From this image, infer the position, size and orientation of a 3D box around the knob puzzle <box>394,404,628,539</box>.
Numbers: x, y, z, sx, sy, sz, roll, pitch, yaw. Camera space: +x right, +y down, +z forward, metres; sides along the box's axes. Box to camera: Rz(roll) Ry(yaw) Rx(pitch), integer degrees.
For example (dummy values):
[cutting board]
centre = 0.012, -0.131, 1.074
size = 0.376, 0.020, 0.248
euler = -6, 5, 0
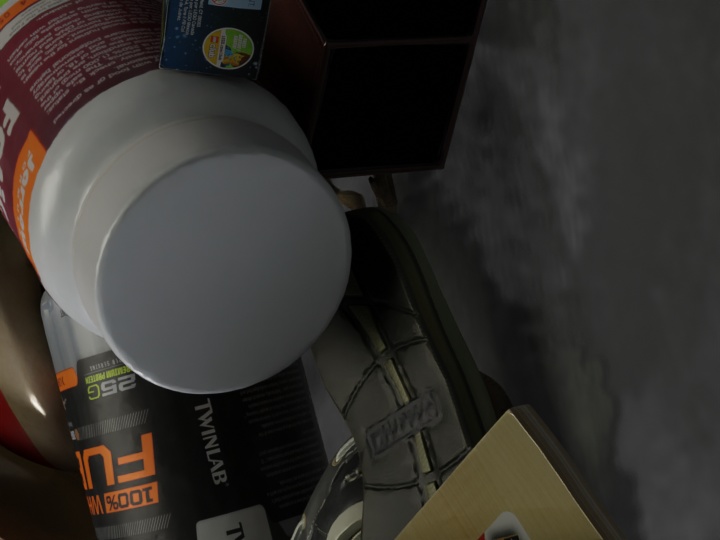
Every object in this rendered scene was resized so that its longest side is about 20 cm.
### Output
[knob puzzle]
centre = 0.070, 0.171, 0.574
size = 0.219, 0.030, 0.220
euler = 14, 108, 47

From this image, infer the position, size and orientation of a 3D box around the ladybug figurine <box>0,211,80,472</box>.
[ladybug figurine]
centre = -0.183, 0.042, 0.942
size = 0.200, 0.072, 0.136
euler = 66, -168, -50

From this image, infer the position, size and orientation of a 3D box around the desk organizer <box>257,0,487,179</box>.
[desk organizer]
centre = 0.009, -0.136, 0.667
size = 0.077, 0.072, 0.200
euler = -116, 29, -43

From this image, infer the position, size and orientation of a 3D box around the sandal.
[sandal]
centre = 0.036, 0.070, 0.649
size = 0.080, 0.057, 0.201
euler = -25, 74, 42

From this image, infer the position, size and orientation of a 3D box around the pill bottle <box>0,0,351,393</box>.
[pill bottle]
centre = -0.085, -0.038, 0.680
size = 0.200, 0.114, 0.114
euler = -134, 44, -56

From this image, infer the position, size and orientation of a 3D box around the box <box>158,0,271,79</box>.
[box]
centre = -0.048, -0.187, 0.648
size = 0.200, 0.038, 0.137
euler = -94, 13, -47

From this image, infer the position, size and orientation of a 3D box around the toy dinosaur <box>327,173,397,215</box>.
[toy dinosaur]
centre = 0.000, 0.000, 0.771
size = 0.200, 0.058, 0.101
euler = -123, 19, -68

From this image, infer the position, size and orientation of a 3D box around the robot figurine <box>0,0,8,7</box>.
[robot figurine]
centre = -0.142, -0.144, 0.958
size = 0.200, 0.116, 0.176
euler = -56, 13, 46

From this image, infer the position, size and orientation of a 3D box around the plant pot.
[plant pot]
centre = -0.185, 0.126, 0.963
size = 0.028, 0.200, 0.200
euler = -53, 31, 9

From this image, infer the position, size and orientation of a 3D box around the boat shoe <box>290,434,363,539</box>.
[boat shoe]
centre = -0.006, 0.152, 0.776
size = 0.068, 0.072, 0.200
euler = -105, 26, -47

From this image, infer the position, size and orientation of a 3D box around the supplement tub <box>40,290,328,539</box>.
[supplement tub]
centre = -0.080, 0.090, 0.863
size = 0.122, 0.122, 0.200
euler = 155, 100, -69
